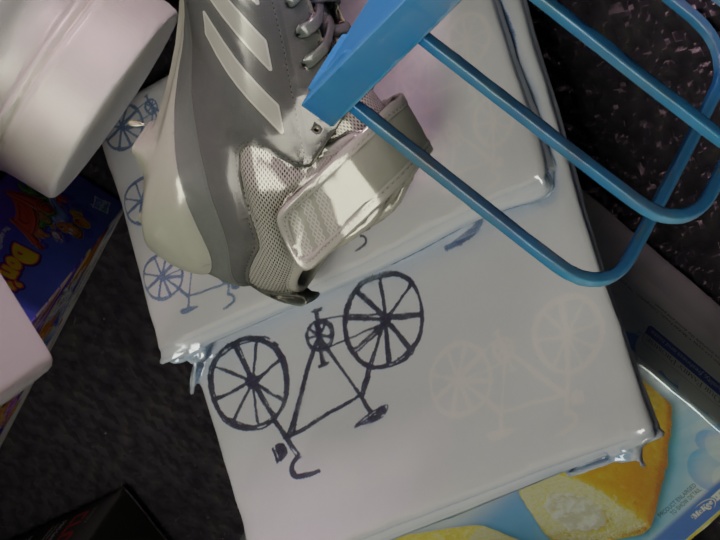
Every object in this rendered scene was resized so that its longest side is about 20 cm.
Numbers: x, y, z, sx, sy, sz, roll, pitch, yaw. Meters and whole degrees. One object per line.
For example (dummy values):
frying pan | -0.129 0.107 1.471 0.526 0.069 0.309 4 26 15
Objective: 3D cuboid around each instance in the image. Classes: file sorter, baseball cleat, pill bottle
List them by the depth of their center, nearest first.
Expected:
file sorter | 0.101 -0.106 0.914 0.123 0.139 0.200 36 143 -9
baseball cleat | -0.019 -0.083 1.007 0.106 0.070 0.200 20 124 16
pill bottle | -0.169 -0.113 1.060 0.200 0.111 0.111 34 126 -1

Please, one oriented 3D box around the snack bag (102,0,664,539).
snack bag | 0.000 0.000 1.056 0.188 0.021 0.200 -24 76 33

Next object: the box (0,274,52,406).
box | -0.228 -0.007 1.000 0.152 0.106 0.200 -26 98 38

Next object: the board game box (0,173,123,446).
board game box | -0.171 0.065 1.156 0.045 0.135 0.200 32 127 1

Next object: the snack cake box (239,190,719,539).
snack cake box | 0.054 0.076 1.115 0.115 0.067 0.200 39 126 -5

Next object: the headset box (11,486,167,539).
headset box | -0.158 0.181 1.214 0.200 0.149 0.077 -27 108 33
